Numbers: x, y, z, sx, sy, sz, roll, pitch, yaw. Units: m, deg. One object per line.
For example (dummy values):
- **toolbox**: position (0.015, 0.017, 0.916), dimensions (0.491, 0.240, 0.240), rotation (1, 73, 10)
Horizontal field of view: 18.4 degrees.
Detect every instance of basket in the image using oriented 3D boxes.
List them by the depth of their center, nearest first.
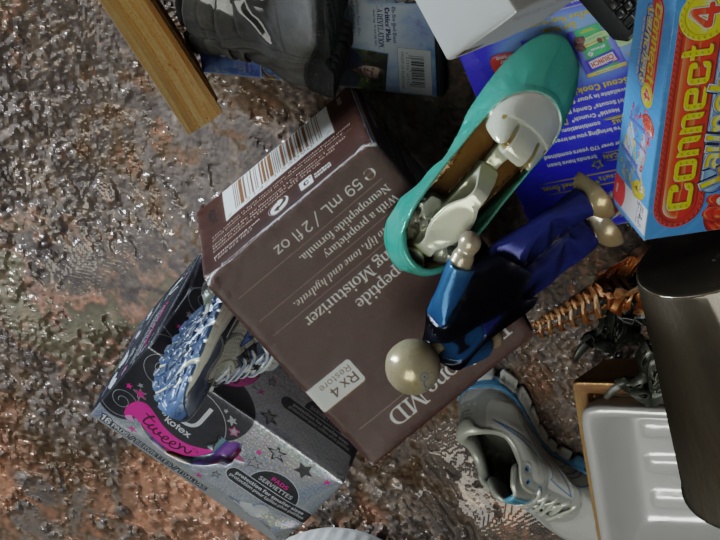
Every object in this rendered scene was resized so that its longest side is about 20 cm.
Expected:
- **basket**: position (0.281, 0.070, 1.592), dimensions (0.179, 0.136, 0.201), rotation (9, 130, 48)

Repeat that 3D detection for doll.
- **doll**: position (0.094, 0.013, 1.567), dimensions (0.048, 0.200, 0.137), rotation (44, 169, 33)

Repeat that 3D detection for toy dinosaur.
- **toy dinosaur**: position (0.218, 0.021, 1.674), dimensions (0.198, 0.103, 0.137), rotation (4, 130, -10)

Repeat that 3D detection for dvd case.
- **dvd case**: position (-0.032, -0.204, 1.673), dimensions (0.198, 0.018, 0.144), rotation (7, 127, 15)

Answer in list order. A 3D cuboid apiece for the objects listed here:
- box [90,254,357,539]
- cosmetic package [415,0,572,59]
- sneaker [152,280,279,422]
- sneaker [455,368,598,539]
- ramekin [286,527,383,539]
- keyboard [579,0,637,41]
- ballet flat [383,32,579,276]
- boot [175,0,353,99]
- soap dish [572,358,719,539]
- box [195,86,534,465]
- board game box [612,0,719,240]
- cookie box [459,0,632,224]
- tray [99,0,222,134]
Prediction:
- **box**: position (-0.100, 0.108, 1.859), dimensions (0.199, 0.133, 0.115), rotation (35, 131, -9)
- **cosmetic package**: position (0.068, -0.255, 1.485), dimensions (0.081, 0.112, 0.201), rotation (-34, 86, 48)
- **sneaker**: position (-0.094, 0.054, 1.770), dimensions (0.085, 0.201, 0.077), rotation (41, 136, -13)
- **sneaker**: position (0.142, 0.178, 1.858), dimensions (0.075, 0.087, 0.200), rotation (-32, 112, 33)
- **ramekin**: position (-0.020, 0.327, 2.014), dimensions (0.198, 0.105, 0.202), rotation (10, 129, 12)
- **keyboard**: position (0.145, -0.259, 1.504), dimensions (0.104, 0.040, 0.200), rotation (-44, 79, 24)
- **ballet flat**: position (0.092, -0.073, 1.548), dimensions (0.067, 0.070, 0.200), rotation (34, 103, -21)
- **boot**: position (-0.074, -0.195, 1.601), dimensions (0.130, 0.070, 0.200), rotation (17, 152, 6)
- **soap dish**: position (0.264, 0.160, 1.803), dimensions (0.156, 0.081, 0.201), rotation (0, 125, 19)
- **box**: position (0.000, 0.000, 1.688), dimensions (0.166, 0.164, 0.200), rotation (-39, 109, 7)
- **board game box**: position (0.280, -0.130, 1.513), dimensions (0.194, 0.056, 0.202), rotation (-9, 125, -17)
- **cookie box**: position (0.174, -0.135, 1.614), dimensions (0.170, 0.075, 0.201), rotation (-11, 120, 25)
- **tray**: position (-0.173, -0.205, 1.652), dimensions (0.037, 0.099, 0.201), rotation (-32, 123, 1)
